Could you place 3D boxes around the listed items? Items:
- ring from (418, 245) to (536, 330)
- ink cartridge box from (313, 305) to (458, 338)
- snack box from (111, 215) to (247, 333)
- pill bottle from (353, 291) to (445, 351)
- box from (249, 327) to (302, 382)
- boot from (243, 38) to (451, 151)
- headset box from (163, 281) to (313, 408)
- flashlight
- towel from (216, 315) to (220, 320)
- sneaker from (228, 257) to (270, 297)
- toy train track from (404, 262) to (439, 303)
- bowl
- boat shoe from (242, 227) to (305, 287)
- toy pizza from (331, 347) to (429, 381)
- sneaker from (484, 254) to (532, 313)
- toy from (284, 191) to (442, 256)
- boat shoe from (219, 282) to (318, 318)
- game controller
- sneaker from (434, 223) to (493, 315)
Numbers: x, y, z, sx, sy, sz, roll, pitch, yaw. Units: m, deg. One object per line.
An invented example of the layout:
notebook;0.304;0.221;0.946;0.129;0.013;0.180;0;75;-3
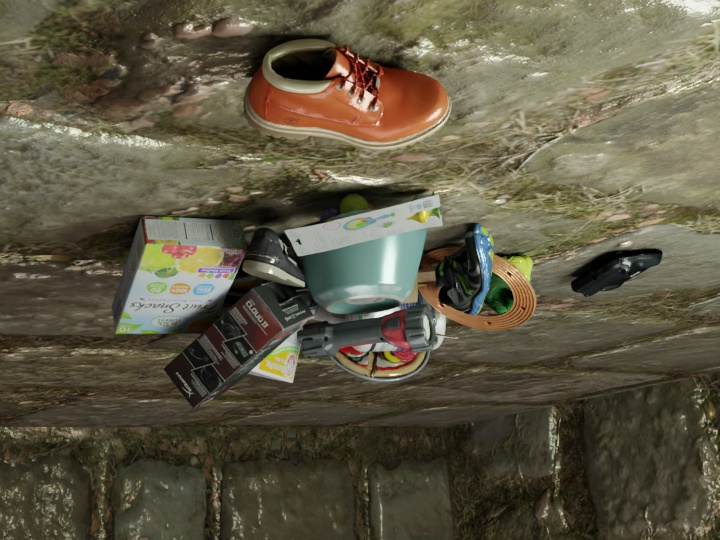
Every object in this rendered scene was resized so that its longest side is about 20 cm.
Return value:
ring;0.181;0.026;1.831;0.198;0.019;0.202;17;145;12
ink cartridge box;0.035;0.071;1.843;0.197;0.051;0.160;6;180;-27
snack box;-0.249;0.010;1.583;0.140;0.054;0.201;3;142;-25
pill bottle;0.038;0.082;1.998;0.197;0.113;0.111;0;166;-17
box;-0.186;0.126;2.049;0.100;0.114;0.200;10;172;20
boot;-0.004;-0.165;1.066;0.197;0.076;0.107;-1;161;-12
headset box;-0.164;0.095;1.661;0.199;0.078;0.149;-40;175;14
flashlight;0.012;0.095;1.696;0.197;0.069;0.068;-10;-165;24
towel;-0.183;0.060;1.853;0.144;0.030;0.200;0;-170;-14
sneaker;-0.222;0.003;1.694;0.197;0.076;0.090;-9;158;-8
toy train track;0.034;0.005;1.802;0.197;0.033;0.116;-6;138;-5
bowl;0.000;0.000;1.663;0.197;0.107;0.201;-4;167;-1
boat shoe;-0.112;-0.017;1.588;0.072;0.064;0.200;10;175;9
toy pizza;0.028;0.120;2.066;0.197;0.201;0.032;-1;129;-15
sneaker;0.211;0.032;1.909;0.073;0.085;0.200;2;166;-26
toy;0.004;-0.071;1.496;0.197;0.048;0.115;-9;163;4
boat shoe;-0.160;0.031;1.773;0.196;0.069;0.074;6;-159;-3
game controller;0.435;0.001;1.981;0.103;0.043;0.200;-16;170;-16
sneaker;0.153;0.003;1.732;0.081;0.072;0.200;10;149;1
